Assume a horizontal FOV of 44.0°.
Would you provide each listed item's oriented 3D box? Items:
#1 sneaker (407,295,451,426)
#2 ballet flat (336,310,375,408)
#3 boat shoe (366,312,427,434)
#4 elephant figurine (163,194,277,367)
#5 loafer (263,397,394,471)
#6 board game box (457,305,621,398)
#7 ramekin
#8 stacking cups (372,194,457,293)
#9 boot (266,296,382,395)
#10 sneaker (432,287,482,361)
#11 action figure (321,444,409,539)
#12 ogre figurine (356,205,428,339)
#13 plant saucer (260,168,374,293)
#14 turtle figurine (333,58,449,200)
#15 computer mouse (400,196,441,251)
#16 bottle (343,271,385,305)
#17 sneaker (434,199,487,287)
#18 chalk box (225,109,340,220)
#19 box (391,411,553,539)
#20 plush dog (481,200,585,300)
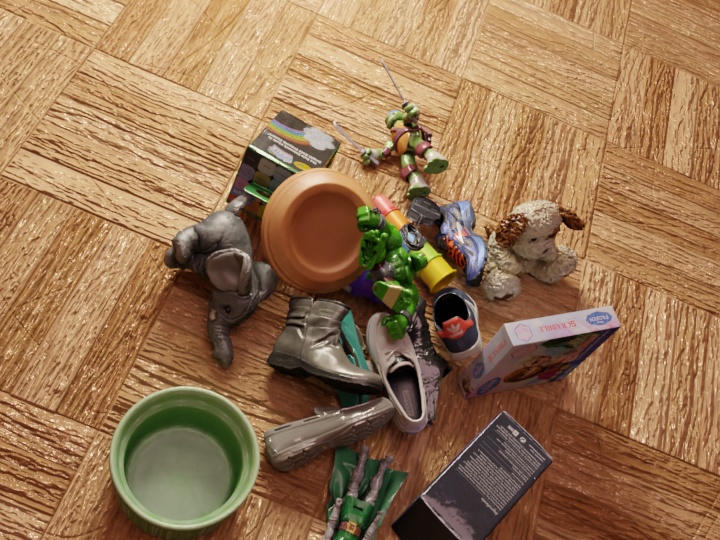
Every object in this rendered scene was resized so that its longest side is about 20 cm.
[{"bbox_3d":[0.102,0.143,1.447,0.104,0.060,0.200,22,60,0],"label":"sneaker"},{"bbox_3d":[-0.012,0.137,1.412,0.070,0.067,0.200,0,59,-38],"label":"ballet flat"},{"bbox_3d":[0.057,0.150,1.369,0.072,0.066,0.200,-8,66,-9],"label":"boat shoe"},{"bbox_3d":[-0.199,0.016,1.387,0.141,0.155,0.200,-25,67,-43],"label":"elephant figurine"},{"bbox_3d":[-0.047,0.228,1.318,0.200,0.070,0.070,-20,56,-11],"label":"loafer"},{"bbox_3d":[0.282,0.133,1.426,0.199,0.200,0.041,-8,62,-22],"label":"board game box"},{"bbox_3d":[-0.245,0.271,1.225,0.200,0.098,0.200,9,56,-13],"label":"ramekin"},{"bbox_3d":[0.086,-0.053,1.564,0.060,0.061,0.200,-28,71,-31],"label":"stacking cups"},{"bbox_3d":[-0.043,0.107,1.358,0.200,0.068,0.131,13,71,25],"label":"boot"},{"bbox_3d":[0.149,0.061,1.451,0.075,0.085,0.200,-27,24,5],"label":"sneaker"},{"bbox_3d":[-0.008,0.352,1.280,0.118,0.055,0.200,21,55,1],"label":"action figure"},{"bbox_3d":[0.047,-0.003,1.396,0.200,0.098,0.120,55,20,5],"label":"ogre figurine"},{"bbox_3d":[-0.058,-0.061,1.409,0.200,0.037,0.201,-3,97,-25],"label":"plant saucer"},{"bbox_3d":[0.060,-0.232,1.614,0.144,0.200,0.194,-35,57,7],"label":"turtle figurine"},{"bbox_3d":[0.099,-0.075,1.531,0.059,0.034,0.200,26,29,0],"label":"computer mouse"},{"bbox_3d":[0.000,0.000,1.499,0.200,0.065,0.084,33,61,4],"label":"bottle"},{"bbox_3d":[0.173,-0.045,1.584,0.078,0.075,0.200,-4,44,-8],"label":"sneaker"},{"bbox_3d":[-0.135,-0.155,1.488,0.125,0.124,0.200,29,37,0],"label":"chalk box"},{"bbox_3d":[0.160,0.324,1.294,0.104,0.148,0.200,45,56,12],"label":"box"},{"bbox_3d":[0.293,-0.060,1.568,0.200,0.172,0.161,-16,65,-25],"label":"plush dog"}]
